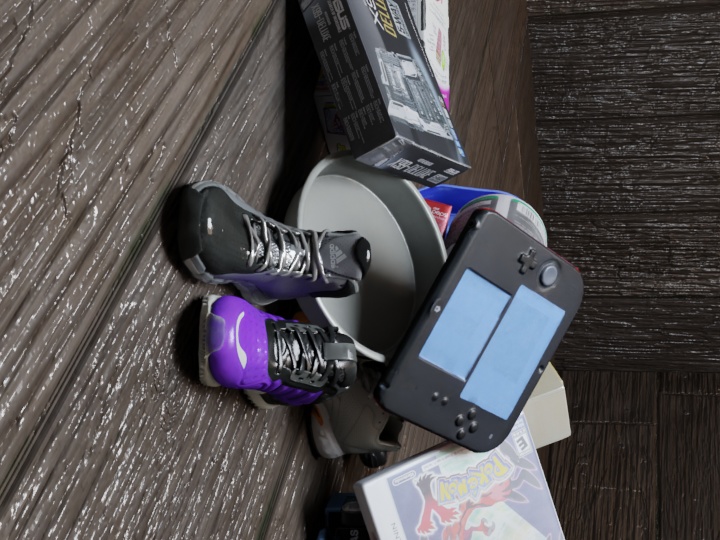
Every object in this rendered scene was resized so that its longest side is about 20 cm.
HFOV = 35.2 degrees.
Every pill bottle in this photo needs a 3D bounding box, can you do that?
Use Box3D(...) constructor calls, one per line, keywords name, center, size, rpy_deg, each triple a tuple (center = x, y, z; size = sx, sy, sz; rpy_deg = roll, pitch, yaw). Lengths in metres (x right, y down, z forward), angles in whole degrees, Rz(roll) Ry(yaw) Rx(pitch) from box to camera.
Box3D(name="pill bottle", center=(0.135, 0.002, 1.187), size=(0.200, 0.113, 0.113), rpy_deg=(-61, 147, -64))

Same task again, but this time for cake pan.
Box3D(name="cake pan", center=(0.005, -0.010, 1.029), size=(0.200, 0.037, 0.200), rpy_deg=(21, 60, -41))

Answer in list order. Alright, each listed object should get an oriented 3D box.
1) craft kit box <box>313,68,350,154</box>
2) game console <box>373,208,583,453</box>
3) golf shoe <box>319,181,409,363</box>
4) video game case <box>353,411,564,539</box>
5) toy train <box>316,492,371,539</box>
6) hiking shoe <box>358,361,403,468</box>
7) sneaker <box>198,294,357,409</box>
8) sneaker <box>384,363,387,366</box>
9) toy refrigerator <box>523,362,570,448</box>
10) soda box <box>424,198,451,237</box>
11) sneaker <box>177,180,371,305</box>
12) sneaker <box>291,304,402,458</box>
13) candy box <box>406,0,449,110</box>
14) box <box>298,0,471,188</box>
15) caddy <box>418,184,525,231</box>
Box3D(name="craft kit box", center=(0.007, -0.180, 1.235), size=(0.198, 0.048, 0.200), rpy_deg=(78, 18, -47))
Box3D(name="game console", center=(0.115, 0.061, 1.037), size=(0.177, 0.031, 0.200), rpy_deg=(30, 88, -45))
Box3D(name="golf shoe", center=(0.000, 0.000, 1.103), size=(0.078, 0.094, 0.200), rpy_deg=(-67, 151, -54))
Box3D(name="video game case", center=(0.105, 0.253, 1.092), size=(0.200, 0.023, 0.182), rpy_deg=(-20, 93, -30))
Box3D(name="toy train", center=(0.001, 0.318, 1.121), size=(0.114, 0.087, 0.200), rpy_deg=(-35, 124, -80))
Box3D(name="hiking shoe", center=(0.046, 0.128, 1.260), size=(0.076, 0.101, 0.200), rpy_deg=(73, 22, -47))
Box3D(name="sneaker", center=(-0.054, 0.061, 0.868), size=(0.200, 0.099, 0.070), rpy_deg=(46, 43, -70))
Box3D(name="sneaker", center=(0.071, 0.079, 1.203), size=(0.080, 0.071, 0.200), rpy_deg=(-47, 125, -37))
Box3D(name="toy refrigerator", center=(0.161, 0.101, 1.247), size=(0.200, 0.070, 0.076), rpy_deg=(-116, -171, -53))
Box3D(name="soda box", center=(0.061, -0.027, 1.294), size=(0.200, 0.063, 0.070), rpy_deg=(85, 22, -79))
Box3D(name="sneaker", center=(-0.053, -0.020, 0.847), size=(0.200, 0.115, 0.075), rpy_deg=(38, 53, -72))
Box3D(name="sneaker", center=(-0.010, 0.103, 1.058), size=(0.200, 0.092, 0.076), rpy_deg=(70, 25, -46))
Box3D(name="candy box", center=(0.056, -0.221, 1.225), size=(0.136, 0.061, 0.200), rpy_deg=(10, 80, -75))
Box3D(name="box", center=(0.020, -0.186, 1.066), size=(0.158, 0.050, 0.200), rpy_deg=(12, 55, -60))
Box3D(name="caddy", center=(0.134, -0.033, 1.442), size=(0.105, 0.200, 0.141), rpy_deg=(100, -4, -71))
